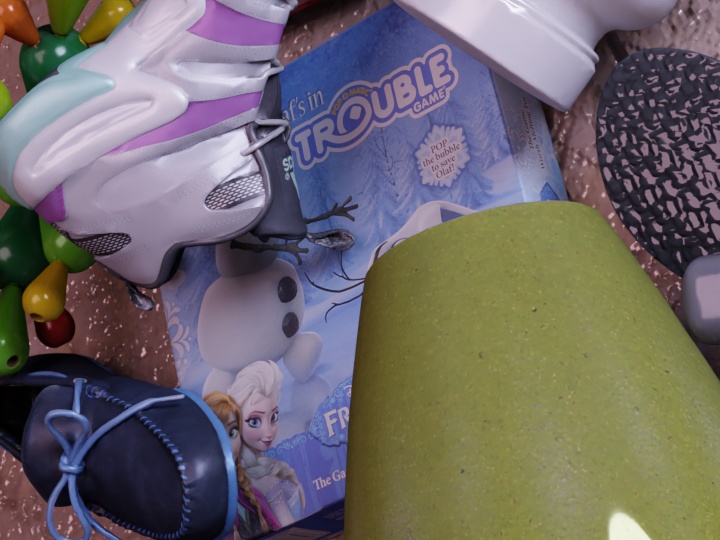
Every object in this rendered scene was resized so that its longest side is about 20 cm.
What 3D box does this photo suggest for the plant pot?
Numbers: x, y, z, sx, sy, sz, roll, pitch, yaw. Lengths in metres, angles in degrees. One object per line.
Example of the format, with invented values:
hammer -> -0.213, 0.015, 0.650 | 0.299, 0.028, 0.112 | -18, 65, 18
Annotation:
plant pot -> 0.069, 0.085, 0.751 | 0.186, 0.187, 0.201 | -26, 67, 31

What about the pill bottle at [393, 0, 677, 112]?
pill bottle -> 0.098, -0.170, 0.825 | 0.113, 0.113, 0.201 | 36, 95, 37

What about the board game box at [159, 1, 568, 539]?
board game box -> 0.000, 0.000, 0.922 | 0.199, 0.043, 0.200 | -28, 64, 31

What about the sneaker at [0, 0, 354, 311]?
sneaker -> -0.043, -0.069, 0.885 | 0.200, 0.078, 0.140 | -44, 93, 10

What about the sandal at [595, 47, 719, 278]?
sandal -> 0.168, -0.009, 0.797 | 0.200, 0.048, 0.076 | 41, 105, 23

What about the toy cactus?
toy cactus -> -0.144, -0.055, 0.994 | 0.101, 0.165, 0.202 | 0, 96, -6

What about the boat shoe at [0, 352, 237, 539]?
boat shoe -> -0.123, 0.086, 0.953 | 0.199, 0.068, 0.085 | 7, 97, 58

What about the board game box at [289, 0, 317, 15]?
board game box -> -0.053, -0.202, 0.904 | 0.199, 0.199, 0.062 | -22, 51, 33

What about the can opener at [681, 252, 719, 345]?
can opener -> 0.210, 0.017, 0.718 | 0.199, 0.053, 0.067 | -8, 82, 26
